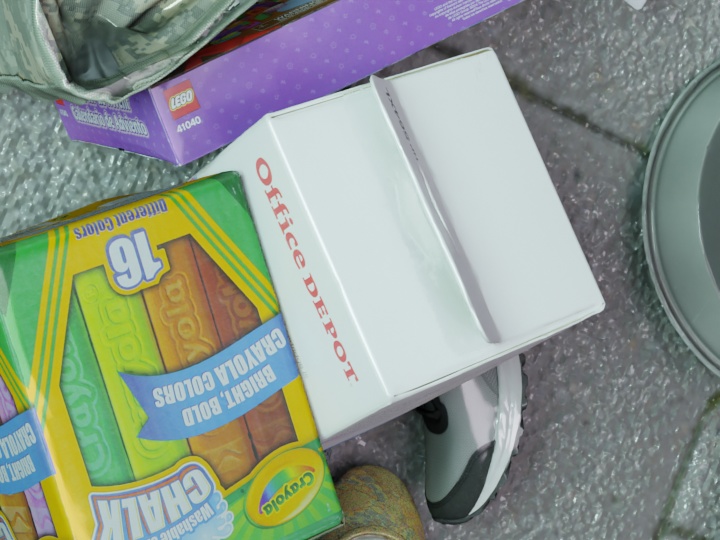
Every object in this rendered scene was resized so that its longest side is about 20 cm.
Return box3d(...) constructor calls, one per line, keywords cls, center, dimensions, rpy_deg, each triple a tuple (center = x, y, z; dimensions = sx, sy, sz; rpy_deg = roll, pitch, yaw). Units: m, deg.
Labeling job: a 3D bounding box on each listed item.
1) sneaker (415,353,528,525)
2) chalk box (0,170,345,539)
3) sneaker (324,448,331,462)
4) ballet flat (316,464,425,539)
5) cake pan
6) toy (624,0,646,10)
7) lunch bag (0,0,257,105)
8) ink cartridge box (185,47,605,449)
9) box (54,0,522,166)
box3d(cls="sneaker", center=(0.039, 0.026, 1.097), dimensions=(0.079, 0.074, 0.201), rpy_deg=(-1, 93, -18))
box3d(cls="chalk box", center=(-0.099, 0.076, 0.921), dimensions=(0.124, 0.124, 0.201), rpy_deg=(-22, 97, -33))
box3d(cls="sneaker", center=(-0.050, 0.126, 1.051), dimensions=(0.080, 0.075, 0.201), rpy_deg=(24, 76, -28))
box3d(cls="ballet flat", center=(-0.002, 0.192, 1.068), dimensions=(0.070, 0.071, 0.201), rpy_deg=(22, 74, -29))
box3d(cls="cake pan", center=(0.246, -0.027, 1.182), dimensions=(0.199, 0.037, 0.202), rpy_deg=(2, 85, -21))
box3d(cls="toy", center=(0.087, -0.233, 1.083), dimensions=(0.200, 0.047, 0.115), rpy_deg=(34, 86, -25))
box3d(cls="lunch bag", center=(-0.104, -0.163, 0.926), dimensions=(0.117, 0.164, 0.201), rpy_deg=(17, 91, -27))
box3d(cls="ink cartridge box", center=(0.000, 0.000, 0.963), dimensions=(0.125, 0.200, 0.129), rpy_deg=(-21, 84, -34))
box3d(cls="box", center=(-0.029, -0.109, 0.991), dimensions=(0.199, 0.137, 0.039), rpy_deg=(-28, 109, -22))
